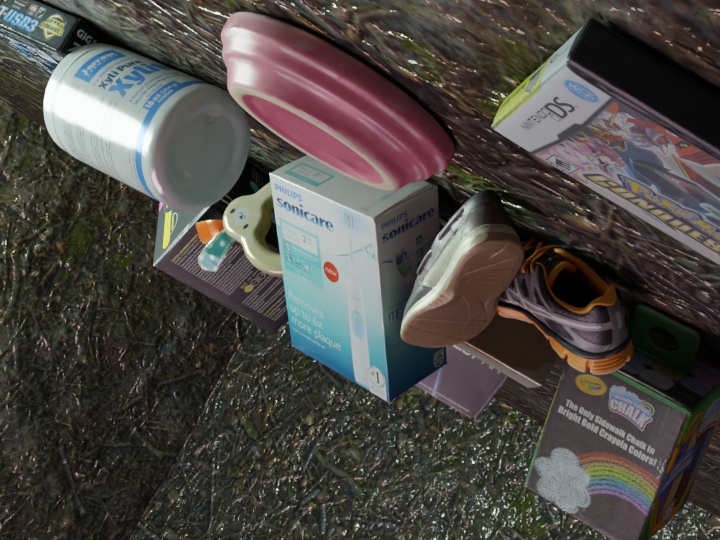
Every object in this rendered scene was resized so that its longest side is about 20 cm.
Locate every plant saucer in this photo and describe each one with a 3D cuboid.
[{"bbox_3d":[-0.025,-0.120,0.932,0.199,0.051,0.201,30,174,3],"label":"plant saucer"}]

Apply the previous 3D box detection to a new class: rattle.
[{"bbox_3d":[-0.128,-0.061,1.419,0.198,0.132,0.143,3,178,19],"label":"rattle"}]

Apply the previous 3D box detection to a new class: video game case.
[{"bbox_3d":[0.174,-0.049,0.642,0.199,0.026,0.181,31,174,-3],"label":"video game case"}]

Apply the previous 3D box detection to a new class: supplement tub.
[{"bbox_3d":[-0.223,-0.151,1.278,0.199,0.133,0.132,26,173,36],"label":"supplement tub"}]

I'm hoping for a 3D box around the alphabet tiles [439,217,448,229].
[{"bbox_3d":[0.107,-0.027,1.306,0.199,0.006,0.166,28,173,28],"label":"alphabet tiles"}]

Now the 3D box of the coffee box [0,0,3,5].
[{"bbox_3d":[-0.262,-0.209,0.594,0.199,0.199,0.199,33,174,-28],"label":"coffee box"}]

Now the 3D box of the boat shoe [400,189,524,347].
[{"bbox_3d":[0.085,0.003,1.052,0.071,0.065,0.200,6,149,-12],"label":"boat shoe"}]

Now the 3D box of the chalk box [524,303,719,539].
[{"bbox_3d":[0.254,0.126,1.121,0.124,0.201,0.124,29,-152,27],"label":"chalk box"}]

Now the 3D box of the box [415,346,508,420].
[{"bbox_3d":[0.096,0.067,1.466,0.199,0.161,0.044,31,-147,-3],"label":"box"}]

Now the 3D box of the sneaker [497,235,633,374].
[{"bbox_3d":[0.157,0.007,1.065,0.199,0.078,0.078,33,149,34],"label":"sneaker"}]

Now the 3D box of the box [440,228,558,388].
[{"bbox_3d":[0.118,0.034,1.277,0.199,0.095,0.078,29,174,1],"label":"box"}]

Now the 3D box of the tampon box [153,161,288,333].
[{"bbox_3d":[-0.156,-0.043,1.622,0.199,0.126,0.151,33,-149,-27],"label":"tampon box"}]

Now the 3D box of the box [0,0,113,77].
[{"bbox_3d":[-0.333,-0.247,1.426,0.199,0.050,0.198,26,174,36],"label":"box"}]

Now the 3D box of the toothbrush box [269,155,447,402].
[{"bbox_3d":[0.000,0.000,1.166,0.146,0.085,0.202,27,133,40],"label":"toothbrush box"}]
